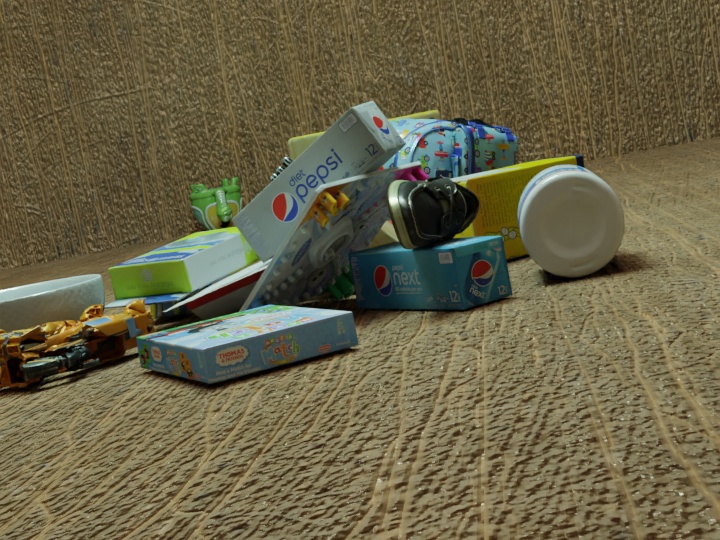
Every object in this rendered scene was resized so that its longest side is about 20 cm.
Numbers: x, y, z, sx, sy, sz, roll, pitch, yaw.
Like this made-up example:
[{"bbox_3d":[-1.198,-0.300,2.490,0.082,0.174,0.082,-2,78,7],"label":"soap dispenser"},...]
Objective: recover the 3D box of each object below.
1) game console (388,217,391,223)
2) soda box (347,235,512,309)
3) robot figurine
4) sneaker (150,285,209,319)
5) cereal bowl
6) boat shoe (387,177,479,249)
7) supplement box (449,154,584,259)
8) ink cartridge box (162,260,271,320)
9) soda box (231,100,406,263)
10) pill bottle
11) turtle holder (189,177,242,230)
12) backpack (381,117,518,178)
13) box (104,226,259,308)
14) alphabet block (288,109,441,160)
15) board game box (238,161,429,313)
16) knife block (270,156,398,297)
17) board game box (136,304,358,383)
[{"bbox_3d":[0.000,0.000,1.847,0.197,0.120,0.173,-10,37,11],"label":"game console"},{"bbox_3d":[0.070,0.003,1.454,0.067,0.065,0.199,-14,7,-32],"label":"soda box"},{"bbox_3d":[-0.321,0.079,1.465,0.144,0.059,0.199,-8,6,37],"label":"robot figurine"},{"bbox_3d":[-0.237,0.021,1.839,0.081,0.075,0.200,-9,13,-2],"label":"sneaker"},{"bbox_3d":[-0.395,0.064,1.634,0.197,0.085,0.200,-11,6,1],"label":"cereal bowl"},{"bbox_3d":[0.078,-0.067,1.426,0.064,0.074,0.200,-14,5,17],"label":"boat shoe"},{"bbox_3d":[0.187,-0.075,1.762,0.198,0.111,0.108,-14,6,-32],"label":"supplement box"},{"bbox_3d":[-0.121,0.019,1.590,0.159,0.051,0.200,-24,6,15],"label":"ink cartridge box"},{"bbox_3d":[-0.047,-0.097,1.512,0.200,0.064,0.068,-41,-4,25],"label":"soda box"},{"bbox_3d":[0.228,-0.059,1.517,0.111,0.114,0.200,-10,5,8],"label":"pill bottle"},{"bbox_3d":[-0.362,-0.168,3.586,0.140,0.134,0.184,-14,7,-42],"label":"turtle holder"},{"bbox_3d":[0.110,-0.126,1.917,0.198,0.185,0.134,4,-1,-41],"label":"backpack"},{"bbox_3d":[-0.212,-0.007,1.679,0.121,0.048,0.199,-7,12,32],"label":"box"},{"bbox_3d":[0.025,-0.138,2.219,0.194,0.203,0.195,-7,6,31],"label":"alphabet block"},{"bbox_3d":[-0.027,-0.025,1.516,0.199,0.026,0.201,-19,-32,-53],"label":"board game box"},{"bbox_3d":[-0.015,-0.063,1.692,0.197,0.178,0.064,-9,7,13],"label":"knife block"},{"bbox_3d":[-0.112,0.067,1.307,0.150,0.037,0.199,-13,7,-26],"label":"board game box"}]
